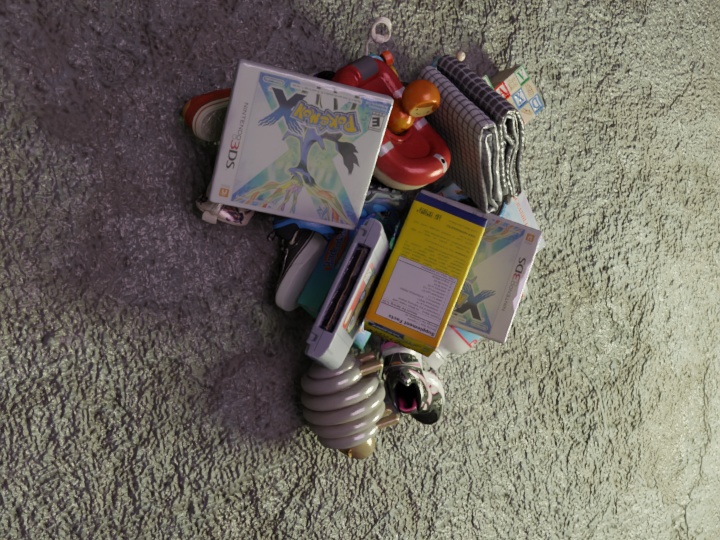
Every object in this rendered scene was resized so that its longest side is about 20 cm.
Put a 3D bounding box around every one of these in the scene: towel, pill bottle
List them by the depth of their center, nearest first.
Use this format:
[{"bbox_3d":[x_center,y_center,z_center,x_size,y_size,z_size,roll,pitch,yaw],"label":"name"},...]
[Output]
[{"bbox_3d":[0.168,-0.200,1.184,0.085,0.166,0.200,-33,145,-9],"label":"towel"},{"bbox_3d":[0.163,0.062,1.287,0.200,0.109,0.109,-45,116,2],"label":"pill bottle"}]

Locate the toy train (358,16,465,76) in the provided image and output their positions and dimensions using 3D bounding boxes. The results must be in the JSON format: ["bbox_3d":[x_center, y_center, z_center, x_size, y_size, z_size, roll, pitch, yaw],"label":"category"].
[{"bbox_3d":[0.068,-0.307,1.256,0.200,0.056,0.150,22,100,-33],"label":"toy train"}]

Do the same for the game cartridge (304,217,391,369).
[{"bbox_3d":[-0.012,0.037,1.101,0.041,0.133,0.200,23,80,9],"label":"game cartridge"}]

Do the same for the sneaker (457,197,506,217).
[{"bbox_3d":[0.162,-0.083,1.282,0.200,0.071,0.083,-48,120,-15],"label":"sneaker"}]

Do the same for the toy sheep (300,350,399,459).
[{"bbox_3d":[-0.024,0.187,1.183,0.138,0.138,0.200,-22,100,-31],"label":"toy sheep"}]

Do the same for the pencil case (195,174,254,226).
[{"bbox_3d":[-0.148,-0.152,1.078,0.200,0.078,0.089,-59,167,12],"label":"pencil case"}]

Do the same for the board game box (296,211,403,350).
[{"bbox_3d":[0.000,0.000,1.210,0.200,0.045,0.152,-62,144,-16],"label":"board game box"}]

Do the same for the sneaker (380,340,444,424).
[{"bbox_3d":[0.075,0.192,1.242,0.200,0.080,0.086,57,27,-43],"label":"sneaker"}]

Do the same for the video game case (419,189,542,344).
[{"bbox_3d":[0.155,-0.007,1.225,0.200,0.022,0.183,20,85,5],"label":"video game case"}]

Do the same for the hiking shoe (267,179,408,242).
[{"bbox_3d":[-0.032,-0.085,1.129,0.199,0.074,0.087,0,107,-13],"label":"hiking shoe"}]

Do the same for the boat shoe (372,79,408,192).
[{"bbox_3d":[0.051,-0.186,1.223,0.075,0.075,0.203,-13,118,-23],"label":"boat shoe"}]

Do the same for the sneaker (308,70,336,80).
[{"bbox_3d":[-0.028,-0.198,1.184,0.069,0.099,0.201,-24,104,-28],"label":"sneaker"}]

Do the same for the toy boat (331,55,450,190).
[{"bbox_3d":[0.057,-0.213,1.096,0.200,0.131,0.131,55,46,-7],"label":"toy boat"}]

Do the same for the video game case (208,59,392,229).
[{"bbox_3d":[-0.077,-0.155,1.024,0.200,0.022,0.183,10,112,-17],"label":"video game case"}]

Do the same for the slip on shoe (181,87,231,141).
[{"bbox_3d":[-0.161,-0.230,1.120,0.200,0.061,0.074,-25,140,-41],"label":"slip on shoe"}]

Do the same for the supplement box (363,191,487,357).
[{"bbox_3d":[0.091,0.009,1.151,0.109,0.110,0.200,23,79,5],"label":"supplement box"}]

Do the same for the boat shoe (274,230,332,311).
[{"bbox_3d":[-0.080,-0.034,1.180,0.200,0.064,0.071,-61,154,-19],"label":"boat shoe"}]

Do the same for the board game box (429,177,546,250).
[{"bbox_3d":[0.209,-0.079,1.378,0.199,0.041,0.200,-34,110,-26],"label":"board game box"}]

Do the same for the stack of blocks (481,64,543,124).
[{"bbox_3d":[0.212,-0.271,1.365,0.200,0.059,0.115,-42,112,-25],"label":"stack of blocks"}]
